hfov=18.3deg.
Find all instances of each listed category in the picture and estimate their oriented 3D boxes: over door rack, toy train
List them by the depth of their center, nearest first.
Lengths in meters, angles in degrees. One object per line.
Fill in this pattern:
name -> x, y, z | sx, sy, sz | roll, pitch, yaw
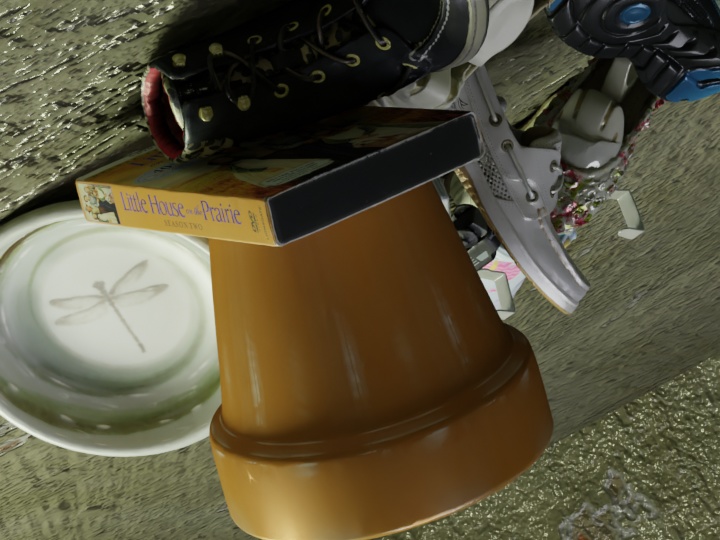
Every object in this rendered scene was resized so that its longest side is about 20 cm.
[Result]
toy train -> 0.029, 0.014, 1.549 | 0.046, 0.034, 0.200 | 31, 137, -24
over door rack -> 0.072, -0.051, 1.550 | 0.199, 0.067, 0.148 | 23, 140, -32

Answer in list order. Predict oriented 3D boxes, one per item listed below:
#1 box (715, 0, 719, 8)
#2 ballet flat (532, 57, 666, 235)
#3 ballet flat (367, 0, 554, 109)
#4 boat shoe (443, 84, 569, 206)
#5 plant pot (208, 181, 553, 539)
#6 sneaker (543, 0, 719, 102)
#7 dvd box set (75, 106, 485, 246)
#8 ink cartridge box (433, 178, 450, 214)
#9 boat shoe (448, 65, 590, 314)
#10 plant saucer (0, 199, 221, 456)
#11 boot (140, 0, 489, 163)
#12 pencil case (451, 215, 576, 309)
box -> 0.318, -0.163, 1.608 | 0.136, 0.040, 0.200 | 9, -176, 27
ballet flat -> 0.163, -0.115, 1.478 | 0.200, 0.075, 0.064 | -58, 167, -22
ballet flat -> 0.051, -0.134, 1.296 | 0.069, 0.070, 0.200 | -11, 156, -49
boat shoe -> 0.153, -0.091, 1.670 | 0.200, 0.063, 0.073 | -33, 165, 25
plant pot -> -0.006, 0.031, 1.299 | 0.199, 0.184, 0.200 | -15, -163, 4
sneaker -> 0.165, -0.173, 1.387 | 0.073, 0.082, 0.200 | -22, 151, 25
dvd box set -> -0.048, -0.057, 1.244 | 0.146, 0.030, 0.200 | -24, -162, -32
ink cartridge box -> -0.026, -0.005, 1.696 | 0.199, 0.044, 0.174 | -27, 168, -3
boat shoe -> 0.098, -0.064, 1.408 | 0.069, 0.200, 0.071 | -33, -162, 4
plant saucer -> -0.154, 0.028, 1.401 | 0.200, 0.200, 0.050 | -33, -151, 24
boot -> -0.026, -0.116, 1.185 | 0.153, 0.074, 0.204 | -21, 176, -19
pencil case -> 0.106, -0.014, 1.824 | 0.090, 0.084, 0.200 | -1, 159, -17
